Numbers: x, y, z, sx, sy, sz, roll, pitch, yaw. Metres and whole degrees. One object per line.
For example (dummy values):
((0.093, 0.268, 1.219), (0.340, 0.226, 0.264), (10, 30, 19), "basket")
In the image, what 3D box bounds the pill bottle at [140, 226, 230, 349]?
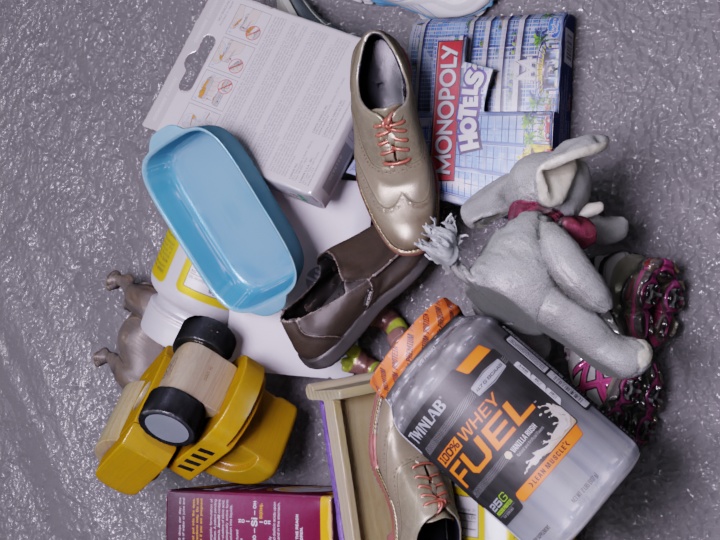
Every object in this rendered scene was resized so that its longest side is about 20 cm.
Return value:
((-0.145, -0.017, 1.342), (0.114, 0.114, 0.200), (31, 103, 30), "pill bottle")

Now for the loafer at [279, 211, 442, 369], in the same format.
((0.000, 0.000, 1.234), (0.200, 0.071, 0.073), (-52, 34, -10), "loafer")

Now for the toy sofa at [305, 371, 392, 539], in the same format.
((0.007, 0.194, 1.182), (0.098, 0.083, 0.200), (-9, 90, 61), "toy sofa")

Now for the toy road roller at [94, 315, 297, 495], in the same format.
((-0.155, 0.153, 1.286), (0.200, 0.146, 0.123), (-40, 22, 47), "toy road roller")

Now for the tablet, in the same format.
((-0.060, 0.006, 1.285), (0.130, 0.014, 0.200), (6, 104, -2), "tablet")

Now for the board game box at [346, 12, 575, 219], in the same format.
((0.090, -0.138, 1.213), (0.200, 0.062, 0.200), (2, 88, 24), "board game box")

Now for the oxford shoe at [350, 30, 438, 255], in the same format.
((0.023, -0.112, 1.153), (0.070, 0.075, 0.200), (-14, 84, 5), "oxford shoe")

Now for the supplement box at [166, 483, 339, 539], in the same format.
((-0.080, 0.255, 1.284), (0.200, 0.110, 0.086), (-4, 84, 33), "supplement box")

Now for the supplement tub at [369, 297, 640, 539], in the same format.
((0.112, 0.121, 1.050), (0.200, 0.123, 0.123), (40, 109, 11), "supplement tub")

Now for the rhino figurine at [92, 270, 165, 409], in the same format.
((-0.244, 0.105, 1.430), (0.087, 0.060, 0.200), (10, 94, 36), "rhino figurine")

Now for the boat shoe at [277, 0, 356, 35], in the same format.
((-0.025, -0.207, 1.320), (0.062, 0.073, 0.200), (-22, 61, -15), "boat shoe")

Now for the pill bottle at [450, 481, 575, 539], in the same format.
((0.132, 0.219, 1.149), (0.111, 0.111, 0.200), (-1, 87, 33), "pill bottle")

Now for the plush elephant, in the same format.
((0.154, -0.026, 1.078), (0.155, 0.200, 0.165), (-56, 19, -17), "plush elephant")

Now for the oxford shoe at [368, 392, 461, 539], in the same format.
((0.057, 0.184, 1.111), (0.075, 0.070, 0.200), (-14, 85, 65), "oxford shoe")

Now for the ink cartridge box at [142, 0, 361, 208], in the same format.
((-0.087, -0.166, 1.257), (0.200, 0.050, 0.161), (22, 81, 25), "ink cartridge box")

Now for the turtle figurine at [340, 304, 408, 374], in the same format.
((0.060, 0.092, 1.230), (0.161, 0.064, 0.200), (37, 122, 39), "turtle figurine")

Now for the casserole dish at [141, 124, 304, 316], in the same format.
((-0.123, -0.051, 1.228), (0.121, 0.039, 0.200), (-25, 101, 41), "casserole dish")

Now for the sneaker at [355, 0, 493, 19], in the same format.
((0.037, -0.284, 1.258), (0.200, 0.087, 0.075), (13, 93, 31), "sneaker")

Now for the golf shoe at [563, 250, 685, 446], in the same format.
((0.214, 0.083, 1.135), (0.092, 0.073, 0.200), (12, 86, 49), "golf shoe")
